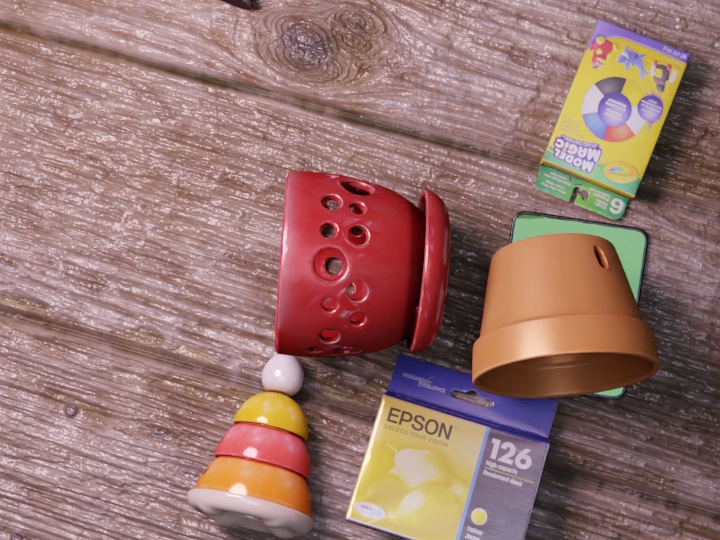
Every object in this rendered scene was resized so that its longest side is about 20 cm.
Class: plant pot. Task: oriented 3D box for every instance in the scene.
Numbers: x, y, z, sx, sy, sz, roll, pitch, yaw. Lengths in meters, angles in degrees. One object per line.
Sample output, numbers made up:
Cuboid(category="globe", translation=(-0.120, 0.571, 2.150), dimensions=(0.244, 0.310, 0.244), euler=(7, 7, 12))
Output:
Cuboid(category="plant pot", translation=(0.000, 0.000, 1.270), dimensions=(0.181, 0.200, 0.203), euler=(7, 88, -3))
Cuboid(category="plant pot", translation=(0.214, 0.048, 1.258), dimensions=(0.198, 0.200, 0.141), euler=(-5, 72, 3))

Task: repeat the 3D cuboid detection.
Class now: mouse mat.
Cuboid(category="mouse mat", translation=(0.241, 0.040, 1.345), dimensions=(0.159, 0.008, 0.202), euler=(9, 90, 4))

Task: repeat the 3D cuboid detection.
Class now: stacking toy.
Cuboid(category="stacking toy", translation=(-0.105, 0.191, 1.321), dimensions=(0.145, 0.146, 0.202), euler=(12, 70, 4))

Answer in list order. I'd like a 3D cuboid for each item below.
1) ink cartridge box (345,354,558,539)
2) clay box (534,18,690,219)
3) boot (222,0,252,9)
Cuboid(category="ink cartridge box", translation=(0.105, 0.212, 1.302), dimensions=(0.196, 0.047, 0.202), euler=(15, 78, 8))
Cuboid(category="clay box", translation=(0.285, -0.170, 1.329), dimensions=(0.114, 0.048, 0.202), euler=(21, 89, 4))
Cuboid(category="boot", translation=(-0.151, -0.432, 1.363), dimensions=(0.186, 0.064, 0.201), euler=(36, 86, 2))
